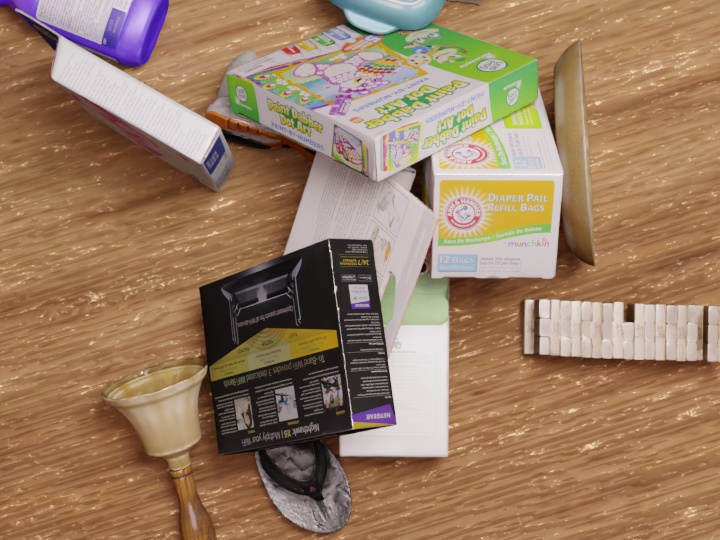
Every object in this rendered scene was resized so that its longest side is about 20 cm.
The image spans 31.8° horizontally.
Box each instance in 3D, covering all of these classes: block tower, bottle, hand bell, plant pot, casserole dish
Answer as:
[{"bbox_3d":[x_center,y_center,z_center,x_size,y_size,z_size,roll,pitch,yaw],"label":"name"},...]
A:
[{"bbox_3d":[0.255,0.057,1.199,0.197,0.058,0.055,2,88,1],"label":"block tower"},{"bbox_3d":[-0.285,-0.264,1.195,0.198,0.065,0.084,21,88,0],"label":"bottle"},{"bbox_3d":[-0.166,0.195,1.186,0.103,0.104,0.202,-15,100,-1],"label":"hand bell"},{"bbox_3d":[0.192,-0.104,1.134,0.027,0.200,0.203,-4,89,11],"label":"plant pot"},{"bbox_3d":[0.038,-0.313,1.131,0.120,0.039,0.202,19,91,0],"label":"casserole dish"}]

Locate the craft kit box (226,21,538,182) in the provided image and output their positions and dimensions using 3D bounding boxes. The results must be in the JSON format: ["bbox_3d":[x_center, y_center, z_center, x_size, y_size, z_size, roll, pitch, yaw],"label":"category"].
[{"bbox_3d":[0.019,-0.161,1.105,0.199,0.197,0.049,-29,133,-33],"label":"craft kit box"}]

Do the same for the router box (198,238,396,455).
[{"bbox_3d":[-0.060,0.071,1.103,0.052,0.199,0.159,1,78,-41],"label":"router box"}]

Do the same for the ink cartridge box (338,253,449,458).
[{"bbox_3d":[0.032,0.074,1.193,0.102,0.059,0.203,1,89,0],"label":"ink cartridge box"}]

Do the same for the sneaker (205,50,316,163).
[{"bbox_3d":[-0.041,-0.153,1.195,0.198,0.076,0.093,17,77,-6],"label":"sneaker"}]

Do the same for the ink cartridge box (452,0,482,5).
[{"bbox_3d":[0.030,-0.342,1.191,0.197,0.084,0.147,6,89,-1],"label":"ink cartridge box"}]

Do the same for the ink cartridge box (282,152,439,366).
[{"bbox_3d":[0.000,0.000,1.108,0.044,0.176,0.202,-1,120,-40],"label":"ink cartridge box"}]

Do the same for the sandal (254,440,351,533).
[{"bbox_3d":[-0.073,0.161,1.196,0.075,0.048,0.202,-27,89,-1],"label":"sandal"}]

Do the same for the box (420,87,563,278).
[{"bbox_3d":[0.111,-0.087,1.118,0.111,0.201,0.102,-1,122,-1],"label":"box"}]

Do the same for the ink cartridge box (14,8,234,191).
[{"bbox_3d":[-0.210,-0.145,1.128,0.199,0.196,0.044,29,87,0],"label":"ink cartridge box"}]
